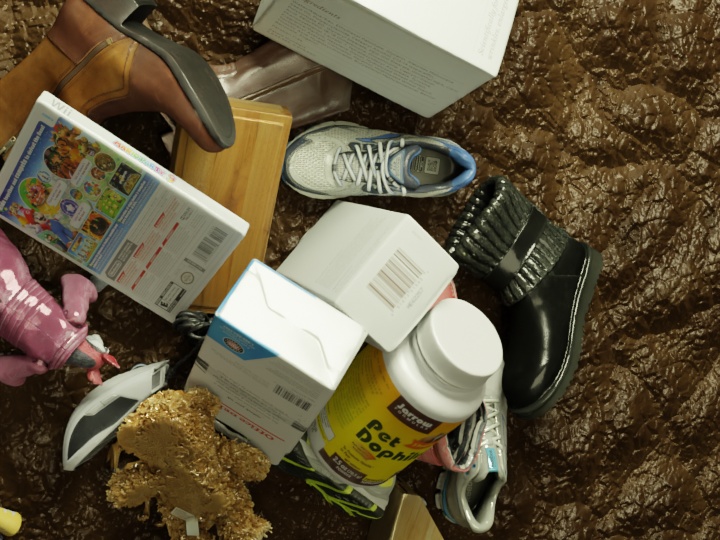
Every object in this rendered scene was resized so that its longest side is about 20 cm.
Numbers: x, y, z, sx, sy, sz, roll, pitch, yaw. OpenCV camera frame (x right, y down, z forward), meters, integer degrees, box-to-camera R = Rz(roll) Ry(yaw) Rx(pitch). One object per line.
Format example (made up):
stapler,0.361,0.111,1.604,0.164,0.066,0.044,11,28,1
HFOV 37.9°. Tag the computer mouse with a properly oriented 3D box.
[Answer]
computer mouse,-0.211,0.106,0.972,0.200,0.110,0.044,-43,89,1

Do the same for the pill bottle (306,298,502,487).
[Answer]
pill bottle,0.040,0.111,0.960,0.108,0.110,0.200,26,134,-19

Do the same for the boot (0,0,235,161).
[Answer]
boot,-0.223,-0.125,0.890,0.200,0.069,0.189,-41,94,19

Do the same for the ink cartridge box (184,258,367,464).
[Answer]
ink cartridge box,-0.083,0.088,0.921,0.115,0.200,0.068,32,57,-1

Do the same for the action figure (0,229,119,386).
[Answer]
action figure,-0.292,0.028,0.909,0.199,0.149,0.135,34,81,-5

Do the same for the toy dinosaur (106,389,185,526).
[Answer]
toy dinosaur,-0.185,0.177,1.013,0.105,0.060,0.203,1,97,-30

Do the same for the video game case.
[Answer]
video game case,-0.212,-0.048,0.905,0.199,0.018,0.143,33,130,-14

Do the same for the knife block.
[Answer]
knife block,0.021,0.341,1.087,0.174,0.064,0.202,-31,106,-12

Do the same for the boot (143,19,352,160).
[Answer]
boot,-0.112,-0.202,0.969,0.198,0.064,0.188,-26,117,-9

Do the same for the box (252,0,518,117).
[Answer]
box,0.036,-0.280,0.945,0.198,0.130,0.201,23,74,-19

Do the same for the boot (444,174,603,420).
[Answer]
boot,0.150,0.027,1.061,0.157,0.079,0.213,31,64,-24

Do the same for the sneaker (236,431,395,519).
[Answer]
sneaker,-0.047,0.167,1.048,0.200,0.075,0.077,40,59,-18

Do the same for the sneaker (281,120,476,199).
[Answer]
sneaker,0.022,-0.106,1.014,0.197,0.085,0.078,-3,98,-16

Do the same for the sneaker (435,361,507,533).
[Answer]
sneaker,0.128,0.175,1.087,0.074,0.087,0.203,1,96,-15

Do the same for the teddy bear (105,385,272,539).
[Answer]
teddy bear,-0.152,0.188,0.951,0.144,0.067,0.201,-28,118,14

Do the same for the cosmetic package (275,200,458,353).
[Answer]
cosmetic package,0.000,0.000,0.961,0.074,0.200,0.102,43,84,-18

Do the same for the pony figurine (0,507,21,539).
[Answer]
pony figurine,-0.378,0.206,0.895,0.167,0.193,0.200,-49,127,-2

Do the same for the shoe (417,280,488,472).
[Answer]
shoe,0.086,0.097,1.049,0.071,0.091,0.203,3,94,-35

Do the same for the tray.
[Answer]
tray,-0.131,-0.057,0.968,0.097,0.037,0.202,6,114,-18
